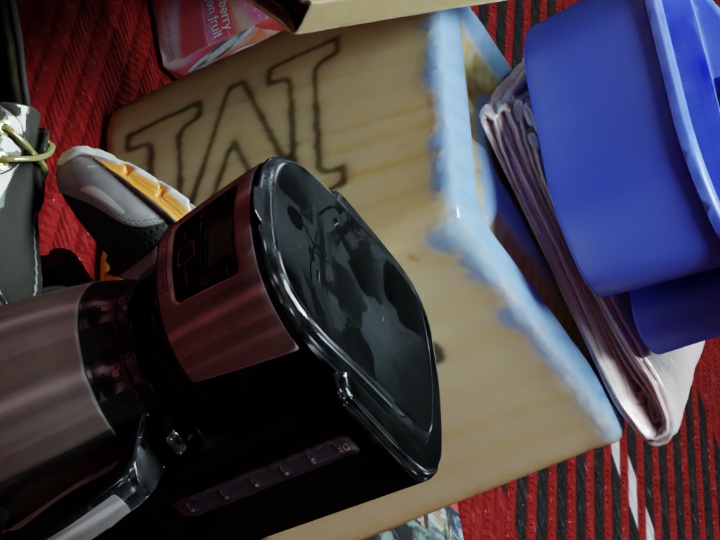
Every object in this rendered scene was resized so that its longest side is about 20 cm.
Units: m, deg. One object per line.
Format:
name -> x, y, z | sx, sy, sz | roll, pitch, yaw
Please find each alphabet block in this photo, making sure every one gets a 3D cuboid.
alphabet block -> 0.000, 0.000, 1.358 | 0.195, 0.200, 0.197 | 53, 24, -37

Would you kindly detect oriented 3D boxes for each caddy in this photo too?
caddy -> 0.158, -0.059, 1.290 | 0.141, 0.105, 0.200 | 42, 31, -49

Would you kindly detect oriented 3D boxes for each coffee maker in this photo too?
coffee maker -> -0.069, 0.058, 1.103 | 0.192, 0.200, 0.135 | 31, 40, -59

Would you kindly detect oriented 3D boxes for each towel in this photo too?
towel -> 0.130, -0.026, 1.383 | 0.191, 0.032, 0.200 | 64, 20, -11

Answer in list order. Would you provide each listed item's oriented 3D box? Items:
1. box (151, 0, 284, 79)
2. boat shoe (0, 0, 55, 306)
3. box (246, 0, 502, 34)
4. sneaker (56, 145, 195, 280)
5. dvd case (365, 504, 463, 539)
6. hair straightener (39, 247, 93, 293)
box -> -0.064, -0.197, 1.559 | 0.095, 0.102, 0.200 | 40, 34, -53
boat shoe -> -0.171, -0.064, 1.181 | 0.072, 0.060, 0.202 | 26, 44, -62
box -> -0.027, -0.169, 1.280 | 0.163, 0.021, 0.200 | 37, 28, 24
sneaker -> -0.074, 0.028, 1.197 | 0.200, 0.077, 0.078 | 50, -3, -10
dvd case -> 0.022, 0.147, 1.523 | 0.146, 0.022, 0.200 | 44, 28, -49
hair straightener -> -0.104, 0.088, 1.228 | 0.077, 0.041, 0.200 | -93, 159, -64
